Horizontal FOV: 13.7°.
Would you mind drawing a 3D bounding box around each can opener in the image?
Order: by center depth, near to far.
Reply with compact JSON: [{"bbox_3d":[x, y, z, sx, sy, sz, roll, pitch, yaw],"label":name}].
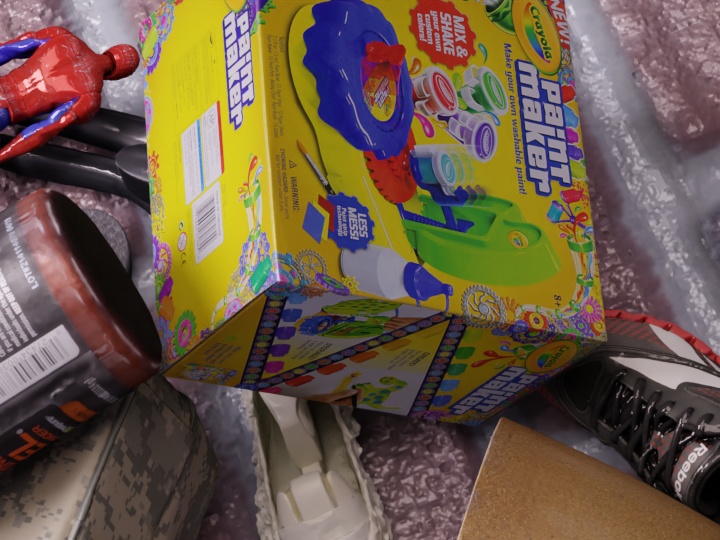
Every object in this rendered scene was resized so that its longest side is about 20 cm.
[{"bbox_3d":[-0.134,-0.065,1.678,0.200,0.079,0.063,19,61,31],"label":"can opener"}]

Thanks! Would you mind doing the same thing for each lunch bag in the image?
[{"bbox_3d":[-0.156,0.147,1.520,0.139,0.168,0.200,6,63,30],"label":"lunch bag"}]

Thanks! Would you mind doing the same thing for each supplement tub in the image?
[{"bbox_3d":[-0.201,0.054,1.426,0.200,0.107,0.107,-32,63,7],"label":"supplement tub"}]

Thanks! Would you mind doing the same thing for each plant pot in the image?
[{"bbox_3d":[0.137,0.187,1.458,0.199,0.186,0.187,15,68,6],"label":"plant pot"}]

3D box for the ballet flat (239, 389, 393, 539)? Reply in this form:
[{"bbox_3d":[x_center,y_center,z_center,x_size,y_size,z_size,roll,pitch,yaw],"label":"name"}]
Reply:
[{"bbox_3d":[-0.031,0.103,1.577,0.072,0.072,0.200,-18,64,1],"label":"ballet flat"}]

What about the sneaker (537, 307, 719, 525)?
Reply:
[{"bbox_3d":[0.164,0.080,1.530,0.200,0.098,0.071,28,113,20],"label":"sneaker"}]

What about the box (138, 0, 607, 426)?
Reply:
[{"bbox_3d":[0.004,-0.046,1.514,0.192,0.122,0.201,10,61,-31],"label":"box"}]

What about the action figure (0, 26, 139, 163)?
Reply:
[{"bbox_3d":[-0.213,-0.088,1.642,0.200,0.052,0.066,-20,74,-17],"label":"action figure"}]

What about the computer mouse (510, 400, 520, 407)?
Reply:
[{"bbox_3d":[0.000,0.000,1.602,0.200,0.046,0.141,18,56,-20],"label":"computer mouse"}]

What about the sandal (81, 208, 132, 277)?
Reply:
[{"bbox_3d":[-0.227,0.009,1.671,0.199,0.043,0.076,-2,66,-3],"label":"sandal"}]
